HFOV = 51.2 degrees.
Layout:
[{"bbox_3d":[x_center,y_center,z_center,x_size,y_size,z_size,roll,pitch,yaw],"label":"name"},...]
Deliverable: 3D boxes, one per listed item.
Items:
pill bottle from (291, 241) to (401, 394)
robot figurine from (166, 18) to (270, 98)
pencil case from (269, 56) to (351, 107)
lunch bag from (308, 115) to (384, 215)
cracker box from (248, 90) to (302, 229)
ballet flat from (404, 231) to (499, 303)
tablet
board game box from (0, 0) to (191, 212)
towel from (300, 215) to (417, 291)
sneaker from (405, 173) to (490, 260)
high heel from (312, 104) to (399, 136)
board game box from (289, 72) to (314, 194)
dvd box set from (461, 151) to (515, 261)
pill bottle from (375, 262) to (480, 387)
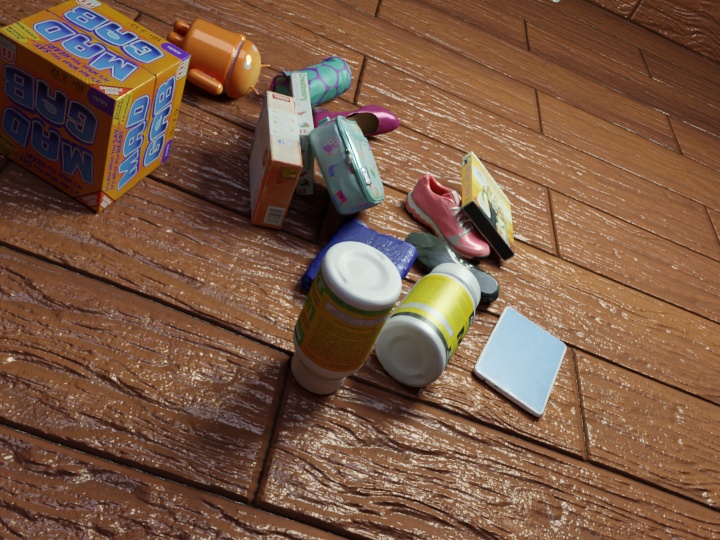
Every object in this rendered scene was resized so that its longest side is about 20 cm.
[{"bbox_3d":[-0.029,0.072,1.013,0.108,0.202,0.113,15,39,-13],"label":"pill bottle"},{"bbox_3d":[-0.277,-0.411,1.459,0.195,0.119,0.144,22,15,-7],"label":"robot figurine"},{"bbox_3d":[-0.104,-0.387,1.560,0.092,0.086,0.199,39,40,14],"label":"pencil case"},{"bbox_3d":[-0.020,-0.182,1.292,0.200,0.075,0.165,-29,101,-80],"label":"lunch bag"},{"bbox_3d":[-0.148,-0.190,1.280,0.056,0.136,0.203,9,43,-19],"label":"cracker box"},{"bbox_3d":[0.158,-0.001,1.337,0.198,0.057,0.067,35,67,16],"label":"ballet flat"},{"bbox_3d":[0.270,0.147,1.256,0.129,0.014,0.200,34,38,7],"label":"tablet"},{"bbox_3d":[-0.409,-0.259,1.149,0.197,0.202,0.201,29,38,4],"label":"board game box"},{"bbox_3d":[0.000,0.000,1.236,0.145,0.050,0.201,25,39,8],"label":"towel"},{"bbox_3d":[0.169,-0.101,1.407,0.199,0.088,0.073,42,42,17],"label":"sneaker"},{"bbox_3d":[-0.009,-0.289,1.522,0.194,0.069,0.097,-2,35,-11],"label":"high heel"},{"bbox_3d":[-0.108,-0.253,1.377,0.034,0.128,0.203,-2,45,-8],"label":"board game box"},{"bbox_3d":[0.249,-0.129,1.471,0.147,0.029,0.202,48,28,-22],"label":"dvd box set"},{"bbox_3d":[0.111,0.076,1.159,0.113,0.116,0.200,34,40,8],"label":"pill bottle"}]
